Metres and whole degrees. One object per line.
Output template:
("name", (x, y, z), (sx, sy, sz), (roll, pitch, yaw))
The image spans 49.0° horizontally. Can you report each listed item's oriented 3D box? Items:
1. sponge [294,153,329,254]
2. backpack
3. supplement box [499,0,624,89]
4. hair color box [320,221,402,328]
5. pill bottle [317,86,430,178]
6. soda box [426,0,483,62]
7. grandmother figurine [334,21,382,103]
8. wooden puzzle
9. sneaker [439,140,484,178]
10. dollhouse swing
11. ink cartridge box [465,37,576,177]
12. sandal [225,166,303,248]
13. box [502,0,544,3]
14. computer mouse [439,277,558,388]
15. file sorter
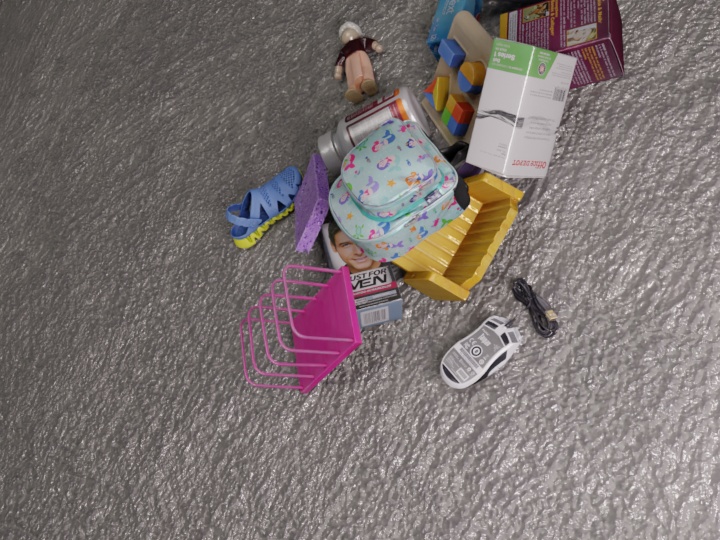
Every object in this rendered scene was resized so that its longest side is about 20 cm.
("sponge", (-0.092, -0.128, 1.478), (0.201, 0.030, 0.112), (-99, 30, -58))
("backpack", (0.049, -0.121, 1.235), (0.199, 0.150, 0.178), (-39, 55, 10))
("supplement box", (0.350, -0.396, 1.381), (0.198, 0.103, 0.132), (-8, 59, 30))
("hair color box", (0.000, 0.000, 1.378), (0.098, 0.061, 0.201), (-13, 52, -6))
("pill bottle", (0.025, -0.258, 1.504), (0.198, 0.110, 0.111), (-25, 52, 18))
("soda box", (0.196, -0.515, 1.573), (0.064, 0.068, 0.202), (4, 66, 33))
("grandmother figurine", (-0.008, -0.453, 1.676), (0.120, 0.061, 0.202), (-20, 56, 11))
("wooden puzzle", (0.176, -0.341, 1.433), (0.186, 0.046, 0.201), (64, 143, 40))
("sneaker", (0.116, -0.177, 1.412), (0.198, 0.088, 0.076), (-23, 53, 20))
("dollhouse swing", (0.120, -0.083, 1.282), (0.201, 0.175, 0.182), (-58, 13, -10))
("ink cartridge box", (0.260, -0.258, 1.278), (0.084, 0.145, 0.202), (25, 110, 37))
("sandal", (-0.197, -0.136, 1.590), (0.200, 0.087, 0.079), (-47, 47, -2))
("box", (0.311, -0.624, 1.491), (0.197, 0.124, 0.199), (10, 65, 13))
("computer mouse", (0.207, 0.109, 1.217), (0.199, 0.044, 0.110), (-39, 54, -1))
("file sorter", (-0.108, 0.097, 1.306), (0.200, 0.124, 0.140), (-46, 46, 45))
